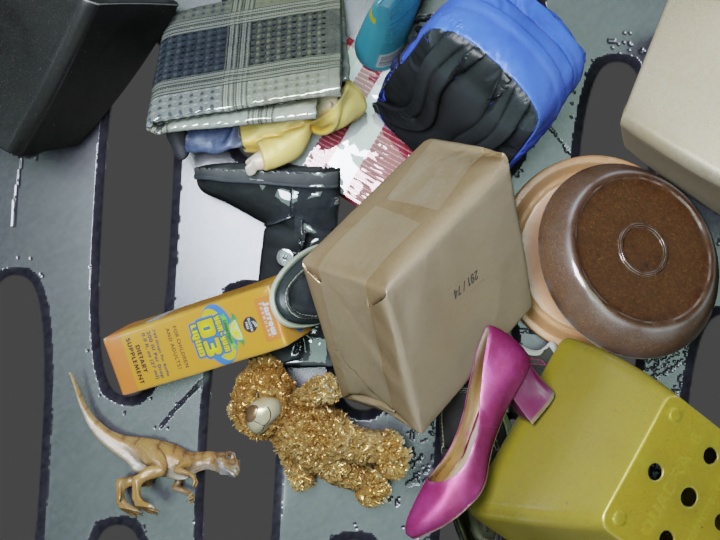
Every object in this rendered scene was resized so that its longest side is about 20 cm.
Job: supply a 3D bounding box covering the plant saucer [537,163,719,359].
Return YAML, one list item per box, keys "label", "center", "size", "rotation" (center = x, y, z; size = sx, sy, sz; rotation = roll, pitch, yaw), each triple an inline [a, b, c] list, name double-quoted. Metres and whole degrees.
- label: "plant saucer"
  center: [0.270, -0.016, 1.377]
  size: [0.197, 0.034, 0.203]
  rotation: [6, 70, -17]

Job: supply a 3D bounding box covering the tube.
- label: "tube"
  center: [0.030, -0.246, 1.355]
  size: [0.050, 0.200, 0.078]
  rotation: [37, 78, 0]

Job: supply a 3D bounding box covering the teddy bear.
- label: "teddy bear"
  center: [-0.044, 0.167, 1.410]
  size: [0.200, 0.067, 0.145]
  rotation: [44, 134, -11]

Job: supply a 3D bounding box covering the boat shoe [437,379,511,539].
- label: "boat shoe"
  center: [0.116, 0.199, 1.386]
  size: [0.072, 0.065, 0.202]
  rotation: [-8, 113, 19]

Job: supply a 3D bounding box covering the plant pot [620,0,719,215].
- label: "plant pot"
  center: [0.357, -0.163, 1.364]
  size: [0.175, 0.200, 0.202]
  rotation: [23, 90, 14]

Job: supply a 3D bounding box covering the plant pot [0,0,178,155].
- label: "plant pot"
  center: [-0.329, -0.227, 1.390]
  size: [0.198, 0.200, 0.179]
  rotation: [29, 108, 10]

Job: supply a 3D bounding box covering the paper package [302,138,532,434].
- label: "paper package"
  center: [0.061, 0.013, 1.320]
  size: [0.103, 0.192, 0.200]
  rotation: [19, 50, 36]

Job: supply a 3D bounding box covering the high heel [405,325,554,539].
- label: "high heel"
  center: [0.090, 0.150, 1.310]
  size: [0.200, 0.067, 0.096]
  rotation: [-46, 107, -7]

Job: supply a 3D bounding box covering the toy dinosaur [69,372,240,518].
- label: "toy dinosaur"
  center: [-0.223, 0.193, 1.452]
  size: [0.198, 0.061, 0.107]
  rotation: [19, 66, -2]

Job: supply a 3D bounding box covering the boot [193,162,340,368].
- label: "boot"
  center: [-0.097, -0.005, 1.442]
  size: [0.163, 0.066, 0.203]
  rotation: [6, 102, 22]

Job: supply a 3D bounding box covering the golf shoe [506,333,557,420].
- label: "golf shoe"
  center: [0.105, 0.094, 1.431]
  size: [0.197, 0.077, 0.089]
  rotation: [17, 72, -2]

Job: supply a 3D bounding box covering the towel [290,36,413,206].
- label: "towel"
  center: [-0.007, -0.153, 1.458]
  size: [0.199, 0.023, 0.145]
  rotation: [31, 89, 2]

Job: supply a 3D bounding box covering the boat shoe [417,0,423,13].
- label: "boat shoe"
  center: [0.054, -0.358, 1.436]
  size: [0.069, 0.070, 0.203]
  rotation: [14, 81, -4]

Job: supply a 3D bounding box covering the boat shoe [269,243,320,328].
- label: "boat shoe"
  center: [0.001, 0.002, 1.376]
  size: [0.198, 0.066, 0.076]
  rotation: [-16, 93, -39]

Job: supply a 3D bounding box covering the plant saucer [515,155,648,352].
- label: "plant saucer"
  center: [0.238, -0.017, 1.438]
  size: [0.197, 0.032, 0.203]
  rotation: [0, 89, 2]

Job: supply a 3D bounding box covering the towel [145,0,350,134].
- label: "towel"
  center: [-0.107, -0.209, 1.399]
  size: [0.197, 0.194, 0.035]
  rotation: [-9, 132, 8]

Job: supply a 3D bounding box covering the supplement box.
- label: "supplement box"
  center: [-0.153, 0.063, 1.405]
  size: [0.198, 0.069, 0.067]
  rotation: [-19, 94, 21]

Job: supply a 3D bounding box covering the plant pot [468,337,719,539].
- label: "plant pot"
  center: [0.257, 0.201, 1.315]
  size: [0.199, 0.176, 0.201]
  rotation: [36, 77, -17]

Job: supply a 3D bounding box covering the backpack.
- label: "backpack"
  center: [0.121, -0.194, 1.355]
  size: [0.162, 0.200, 0.168]
  rotation: [37, 67, 1]

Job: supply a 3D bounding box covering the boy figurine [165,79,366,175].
- label: "boy figurine"
  center: [-0.093, -0.151, 1.405]
  size: [0.197, 0.065, 0.126]
  rotation: [-4, 60, 11]
